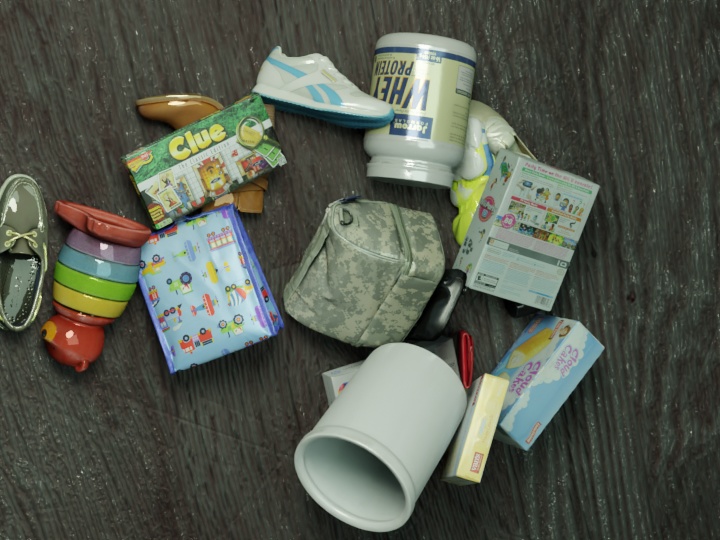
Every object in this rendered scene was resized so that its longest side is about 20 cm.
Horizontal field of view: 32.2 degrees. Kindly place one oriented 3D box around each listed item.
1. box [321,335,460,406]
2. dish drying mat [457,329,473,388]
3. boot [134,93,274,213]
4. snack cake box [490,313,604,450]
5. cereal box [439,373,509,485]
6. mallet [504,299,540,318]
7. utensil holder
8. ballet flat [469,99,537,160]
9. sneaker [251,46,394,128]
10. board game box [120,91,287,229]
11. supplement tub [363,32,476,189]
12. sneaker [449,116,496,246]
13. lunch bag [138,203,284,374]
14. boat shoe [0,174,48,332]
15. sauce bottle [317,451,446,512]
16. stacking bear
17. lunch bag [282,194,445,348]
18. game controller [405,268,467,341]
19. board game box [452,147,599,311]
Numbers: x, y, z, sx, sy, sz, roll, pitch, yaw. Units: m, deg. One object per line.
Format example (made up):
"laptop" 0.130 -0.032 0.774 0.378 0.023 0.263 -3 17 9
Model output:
"box" 0.056 0.197 1.824 0.200 0.041 0.156 -17 101 -23
"dish drying mat" 0.151 0.124 1.780 0.018 0.200 0.077 -1 88 3
"boot" -0.210 -0.155 1.673 0.200 0.077 0.155 4 96 -32
"snack cake box" 0.258 0.165 1.872 0.067 0.115 0.200 44 76 -20
"cereal box" 0.156 0.225 1.736 0.039 0.200 0.144 17 80 0
"mallet" 0.256 -0.026 1.875 0.066 0.041 0.200 -10 114 -25
"utensil holder" 0.033 0.217 1.664 0.170 0.170 0.200 55 45 -17
"ballet flat" 0.223 -0.178 1.862 0.200 0.069 0.069 46 75 -20
"sneaker" -0.046 -0.246 1.688 0.200 0.077 0.081 17 83 13
"board game box" -0.201 -0.144 1.627 0.200 0.023 0.105 -30 110 -17
"supplement tub" 0.081 -0.221 1.751 0.145 0.145 0.200 7 90 -24
"sneaker" 0.184 -0.134 1.845 0.105 0.076 0.200 -14 115 -33
"lunch bag" -0.210 0.014 1.652 0.150 0.094 0.200 -20 93 5
"boat shoe" -0.430 -0.021 1.581 0.072 0.060 0.202 4 92 -24
"sauce bottle" 0.028 0.279 1.762 0.200 0.066 0.066 -18 101 -22
"stacking bear" -0.349 0.027 1.598 0.114 0.121 0.200 13 98 -48
"lunch bag" 0.000 0.000 1.698 0.168 0.200 0.139 10 46 -25
"game controller" 0.097 0.049 1.748 0.042 0.200 0.104 18 84 -12
"board game box" 0.238 -0.058 1.805 0.147 0.064 0.200 17 101 -26
